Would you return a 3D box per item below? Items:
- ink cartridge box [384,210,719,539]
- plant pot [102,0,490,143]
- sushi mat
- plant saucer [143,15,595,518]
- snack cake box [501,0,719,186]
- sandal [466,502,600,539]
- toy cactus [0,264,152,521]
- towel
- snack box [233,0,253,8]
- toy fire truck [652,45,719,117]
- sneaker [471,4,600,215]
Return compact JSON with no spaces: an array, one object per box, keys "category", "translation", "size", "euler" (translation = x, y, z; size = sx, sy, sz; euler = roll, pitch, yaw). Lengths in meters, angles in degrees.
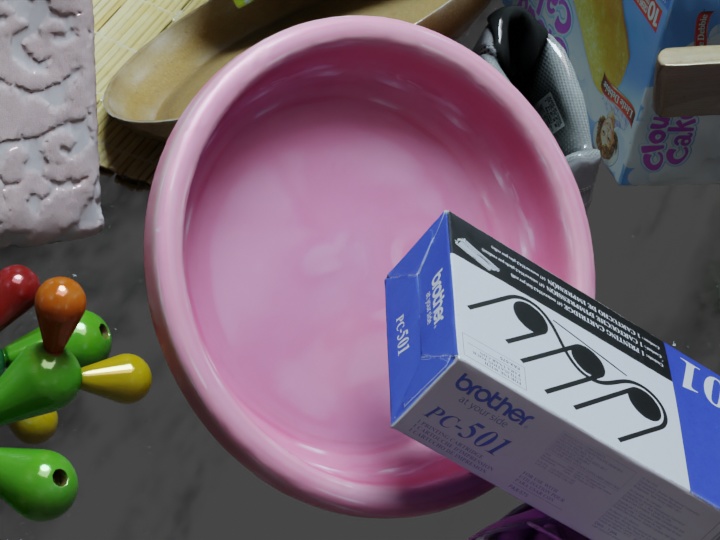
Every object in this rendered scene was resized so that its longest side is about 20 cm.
[{"category":"ink cartridge box","translation":[0.102,0.063,0.937],"size":[0.200,0.044,0.094],"euler":[31,30,-22]},{"category":"plant pot","translation":[-0.020,-0.106,1.091],"size":[0.200,0.028,0.200],"euler":[-21,22,9]},{"category":"sushi mat","translation":[-0.105,-0.105,1.168],"size":[0.096,0.012,0.200],"euler":[23,39,8]},{"category":"plant saucer","translation":[0.000,0.000,0.971],"size":[0.200,0.051,0.201],"euler":[6,79,-29]},{"category":"snack cake box","translation":[0.134,-0.147,1.219],"size":[0.067,0.115,0.200],"euler":[-3,41,-21]},{"category":"sandal","translation":[0.064,0.122,0.910],"size":[0.082,0.050,0.203],"euler":[39,43,26]},{"category":"toy cactus","translation":[-0.180,0.052,0.896],"size":[0.165,0.102,0.200],"euler":[19,45,22]},{"category":"towel","translation":[-0.204,-0.097,0.995],"size":[0.200,0.191,0.032],"euler":[-5,14,-24]},{"category":"snack box","translation":[0.014,-0.211,1.175],"size":[0.142,0.053,0.200],"euler":[-21,20,27]},{"category":"toy fire truck","translation":[0.231,-0.028,1.052],"size":[0.200,0.176,0.129],"euler":[36,43,26]},{"category":"sneaker","translation":[0.042,-0.086,1.110],"size":[0.075,0.116,0.200],"euler":[-24,52,-39]}]
